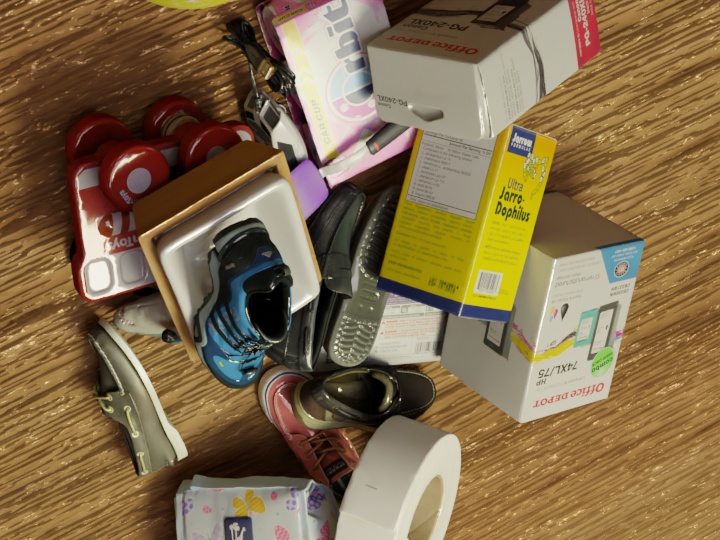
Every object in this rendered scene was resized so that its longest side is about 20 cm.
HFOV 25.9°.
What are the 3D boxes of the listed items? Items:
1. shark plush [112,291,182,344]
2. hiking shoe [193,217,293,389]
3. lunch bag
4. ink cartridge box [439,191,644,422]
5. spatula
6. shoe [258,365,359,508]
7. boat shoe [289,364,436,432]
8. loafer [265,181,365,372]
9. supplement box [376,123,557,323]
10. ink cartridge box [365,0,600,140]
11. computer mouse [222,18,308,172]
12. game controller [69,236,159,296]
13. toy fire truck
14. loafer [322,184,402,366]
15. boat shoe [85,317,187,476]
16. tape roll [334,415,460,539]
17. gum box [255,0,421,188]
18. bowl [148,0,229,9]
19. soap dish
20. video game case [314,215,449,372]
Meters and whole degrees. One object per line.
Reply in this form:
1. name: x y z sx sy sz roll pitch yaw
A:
1. shark plush: -0.155 0.040 1.642 0.198 0.092 0.083 -6 158 -33
2. hiking shoe: -0.106 0.050 1.450 0.074 0.087 0.201 -21 141 -25
3. lunch bag: -0.108 0.316 1.747 0.168 0.128 0.202 -3 123 19
4. ink cartridge box: 0.200 0.038 1.753 0.146 0.146 0.202 -11 121 -37
5. spatula: -0.006 -0.115 1.586 0.199 0.021 0.057 -35 128 -6
6. shoe: -0.042 0.196 1.771 0.071 0.091 0.201 -35 125 -5
7. boat shoe: 0.016 0.143 1.758 0.199 0.065 0.074 -5 75 -40
8. loafer: -0.035 0.008 1.622 0.202 0.070 0.068 -67 160 -3
9. supplement box: 0.111 -0.059 1.630 0.109 0.108 0.202 9 98 -56
10. ink cartridge box: 0.122 -0.219 1.556 0.200 0.144 0.084 -38 129 -37
11. computer mouse: -0.085 -0.150 1.580 0.044 0.110 0.201 -28 135 -20
12. game controller: -0.200 -0.017 1.627 0.199 0.042 0.105 20 120 -31
13. toy fire truck: -0.194 -0.069 1.536 0.198 0.112 0.170 -17 120 -28
14. loafer: 0.000 0.000 1.680 0.075 0.069 0.202 26 86 -34
15. boat shoe: -0.246 0.138 1.658 0.060 0.072 0.203 -31 128 -13
16. tape roll: 0.042 0.266 1.740 0.203 0.070 0.204 -52 151 -44
17. gum box: -0.021 -0.202 1.589 0.113 0.066 0.201 -26 124 -11
18. bowl: -0.164 -0.315 1.428 0.198 0.202 0.108 -15 164 -17
19. soap dish: -0.128 -0.020 1.500 0.156 0.081 0.201 -31 143 -13
20. video game case: 0.043 0.022 1.764 0.198 0.023 0.184 -4 117 -22
